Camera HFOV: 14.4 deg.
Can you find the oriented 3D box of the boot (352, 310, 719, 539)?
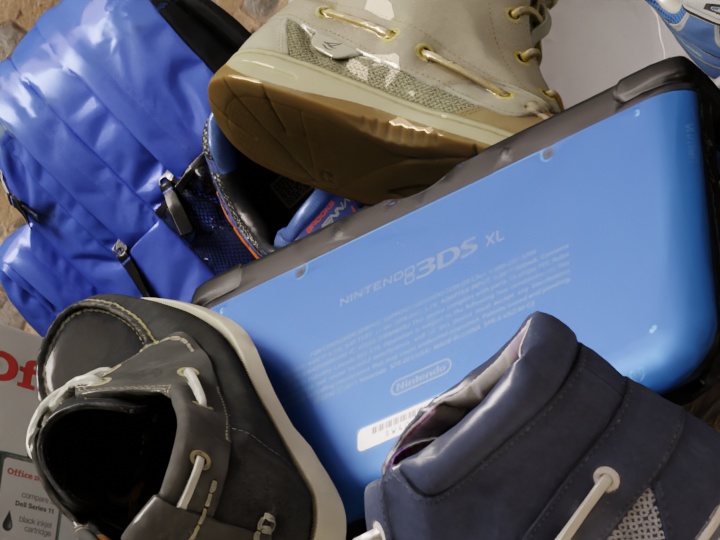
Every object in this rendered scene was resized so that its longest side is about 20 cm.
[{"bbox_3d":[0.028,0.092,0.816,0.200,0.090,0.073,-47,9,35],"label":"boot"}]

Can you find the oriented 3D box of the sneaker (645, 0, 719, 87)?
[{"bbox_3d":[0.158,-0.106,1.030,0.076,0.077,0.200,-53,8,-19],"label":"sneaker"}]

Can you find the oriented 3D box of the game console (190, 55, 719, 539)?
[{"bbox_3d":[0.054,0.021,0.924,0.200,0.118,0.171,-26,46,29],"label":"game console"}]

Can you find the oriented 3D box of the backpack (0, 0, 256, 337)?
[{"bbox_3d":[-0.086,-0.033,1.281,0.168,0.200,0.163,-40,-2,-2],"label":"backpack"}]

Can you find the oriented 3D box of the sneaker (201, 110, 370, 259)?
[{"bbox_3d":[0.000,0.000,1.125,0.075,0.200,0.078,-49,-29,-1],"label":"sneaker"}]

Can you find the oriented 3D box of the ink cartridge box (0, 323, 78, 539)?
[{"bbox_3d":[-0.112,0.133,1.034,0.083,0.146,0.200,-43,35,52],"label":"ink cartridge box"}]

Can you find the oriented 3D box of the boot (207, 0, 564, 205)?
[{"bbox_3d":[0.062,-0.084,1.087,0.155,0.200,0.072,-57,-23,-30],"label":"boot"}]

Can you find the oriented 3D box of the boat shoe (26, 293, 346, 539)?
[{"bbox_3d":[-0.068,0.048,0.873,0.072,0.068,0.200,-64,26,9],"label":"boat shoe"}]

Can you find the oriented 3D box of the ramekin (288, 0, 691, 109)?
[{"bbox_3d":[0.062,-0.114,1.210,0.201,0.200,0.098,-56,-9,-29],"label":"ramekin"}]
